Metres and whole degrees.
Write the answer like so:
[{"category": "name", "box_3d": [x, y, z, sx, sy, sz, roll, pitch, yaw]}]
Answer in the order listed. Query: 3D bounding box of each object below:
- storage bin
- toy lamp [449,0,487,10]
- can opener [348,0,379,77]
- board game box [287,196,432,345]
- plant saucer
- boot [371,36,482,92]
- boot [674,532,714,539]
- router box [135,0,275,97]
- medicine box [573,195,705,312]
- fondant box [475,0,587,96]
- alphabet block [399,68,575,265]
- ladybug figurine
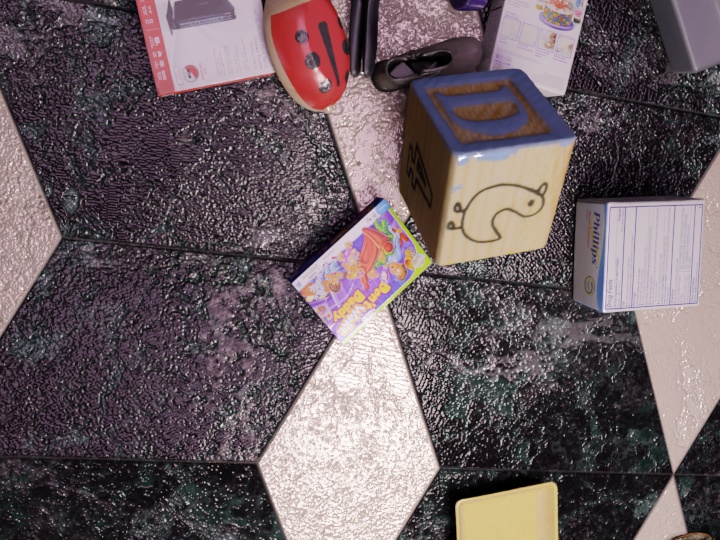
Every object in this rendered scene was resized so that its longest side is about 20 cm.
[{"category": "storage bin", "box_3d": [0.582, -0.432, 1.277, 0.132, 0.146, 0.203, -26, 104, 1]}, {"category": "toy lamp", "box_3d": [0.116, -0.439, 1.159, 0.197, 0.058, 0.060, 4, 98, -36]}, {"category": "can opener", "box_3d": [0.005, -0.399, 1.162, 0.078, 0.063, 0.205, -9, 112, -40]}, {"category": "board game box", "box_3d": [0.000, 0.000, 1.228, 0.200, 0.045, 0.135, -42, 106, -5]}, {"category": "plant saucer", "box_3d": [0.258, 0.483, 1.372, 0.195, 0.048, 0.205, -6, 100, -15]}, {"category": "boot", "box_3d": [0.118, -0.315, 1.165, 0.196, 0.131, 0.069, -18, 103, -12]}, {"category": "boot", "box_3d": [0.615, 0.629, 1.486, 0.172, 0.066, 0.205, -8, 102, -26]}, {"category": "router box", "box_3d": [-0.231, -0.372, 1.105, 0.176, 0.049, 0.204, -14, 102, -12]}, {"category": "medicine box", "box_3d": [0.482, -0.033, 1.322, 0.195, 0.103, 0.187, -3, 99, -14]}, {"category": "fondant box", "box_3d": [0.282, -0.401, 1.235, 0.141, 0.058, 0.204, 12, 96, -16]}, {"category": "alphabet block", "box_3d": [0.177, -0.157, 1.136, 0.191, 0.198, 0.203, -9, 135, -11]}, {"category": "ladybug figurine", "box_3d": [-0.070, -0.333, 1.124, 0.135, 0.071, 0.203, -35, 114, -34]}]
